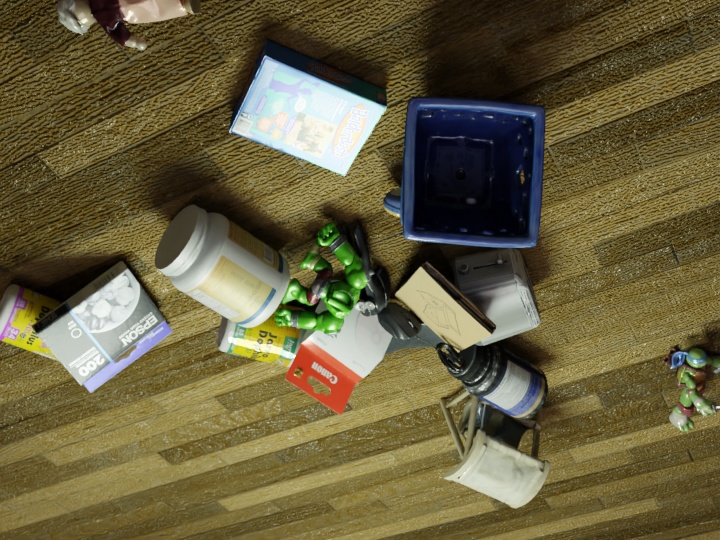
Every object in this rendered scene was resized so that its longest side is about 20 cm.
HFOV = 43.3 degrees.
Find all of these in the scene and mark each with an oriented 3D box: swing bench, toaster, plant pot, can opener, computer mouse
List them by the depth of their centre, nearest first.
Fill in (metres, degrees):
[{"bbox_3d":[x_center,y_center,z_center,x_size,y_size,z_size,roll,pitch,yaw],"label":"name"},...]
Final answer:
[{"bbox_3d":[0.153,-0.144,1.335,0.196,0.180,0.204,3,96,-4],"label":"plant pot"},{"bbox_3d":[0.000,0.000,1.613,0.062,0.079,0.202,-6,129,21],"label":"can opener"},{"bbox_3d":[0.245,0.049,1.625,0.127,0.115,0.201,-16,133,14],"label":"toaster"},{"bbox_3d":[0.112,0.118,1.662,0.199,0.059,0.034,33,133,16],"label":"computer mouse"},{"bbox_3d":[0.282,0.358,1.890,0.197,0.202,0.130,27,131,-26],"label":"swing bench"}]

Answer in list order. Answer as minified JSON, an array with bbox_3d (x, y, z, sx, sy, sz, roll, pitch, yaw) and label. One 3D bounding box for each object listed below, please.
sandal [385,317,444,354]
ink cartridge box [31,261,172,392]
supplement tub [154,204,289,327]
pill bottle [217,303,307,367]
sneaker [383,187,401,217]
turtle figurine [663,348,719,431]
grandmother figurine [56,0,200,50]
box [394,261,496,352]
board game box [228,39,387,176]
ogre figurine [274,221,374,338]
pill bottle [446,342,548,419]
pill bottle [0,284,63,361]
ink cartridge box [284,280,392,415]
[{"bbox_3d":[0.096,0.116,1.755,0.197,0.043,0.076,-12,136,29],"label":"sandal"},{"bbox_3d":[-0.465,0.115,1.672,0.197,0.043,0.201,-38,131,-12],"label":"ink cartridge box"},{"bbox_3d":[-0.234,-0.008,1.543,0.199,0.146,0.144,34,128,-31],"label":"supplement tub"},{"bbox_3d":[-0.160,0.117,1.701,0.197,0.114,0.113,15,136,-15],"label":"pill bottle"},{"bbox_3d":[0.133,-0.137,1.468,0.196,0.076,0.089,-6,126,-3],"label":"sneaker"},{"bbox_3d":[0.701,0.242,1.807,0.196,0.146,0.195,2,141,4],"label":"turtle figurine"},{"bbox_3d":[-0.320,-0.361,1.235,0.196,0.061,0.123,-6,110,11],"label":"grandmother figurine"},{"bbox_3d":[0.144,0.068,1.593,0.163,0.021,0.200,42,163,1],"label":"box"},{"bbox_3d":[-0.079,-0.240,1.366,0.197,0.045,0.153,20,133,-19],"label":"board game box"},{"bbox_3d":[-0.059,0.032,1.563,0.119,0.202,0.098,32,178,5],"label":"ogre figurine"},{"bbox_3d":[0.269,0.208,1.795,0.199,0.113,0.112,30,130,-28],"label":"pill bottle"},{"bbox_3d":[-0.580,0.108,1.700,0.198,0.105,0.104,24,132,-24],"label":"pill bottle"},{"bbox_3d":[-0.032,0.145,1.676,0.057,0.202,0.162,-2,148,48],"label":"ink cartridge box"}]
